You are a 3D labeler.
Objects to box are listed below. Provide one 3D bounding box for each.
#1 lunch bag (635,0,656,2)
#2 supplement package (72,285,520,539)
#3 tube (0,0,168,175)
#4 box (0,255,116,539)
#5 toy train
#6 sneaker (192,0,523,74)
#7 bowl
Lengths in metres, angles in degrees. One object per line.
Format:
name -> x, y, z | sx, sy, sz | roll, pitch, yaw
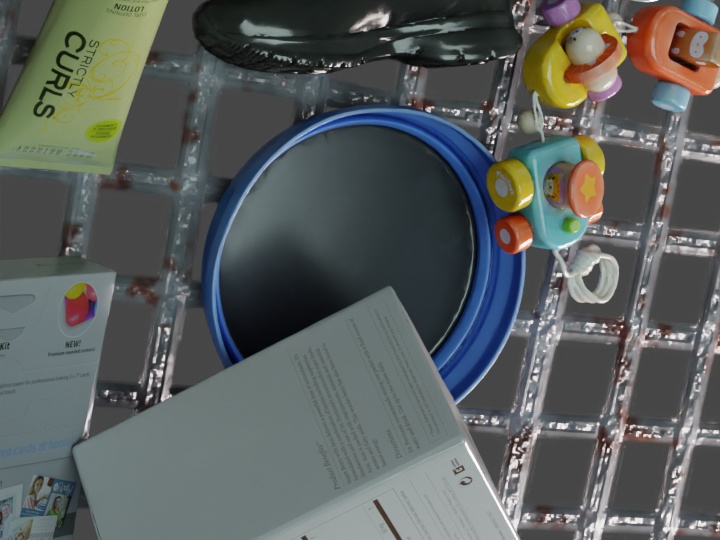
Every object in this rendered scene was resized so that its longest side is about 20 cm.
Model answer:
lunch bag -> 0.106, -0.239, 1.159 | 0.200, 0.077, 0.161 | 24, 95, -29
supplement package -> -0.035, 0.125, 1.184 | 0.200, 0.121, 0.120 | -26, 138, 2
tube -> -0.134, -0.120, 1.116 | 0.058, 0.052, 0.200 | 34, 131, 3
box -> -0.209, 0.096, 1.147 | 0.156, 0.041, 0.200 | -5, 110, -53
toy train -> 0.156, -0.084, 1.275 | 0.150, 0.056, 0.200 | 28, 79, -34
sneaker -> -0.003, -0.155, 1.204 | 0.200, 0.076, 0.091 | -7, 98, -31
bowl -> 0.000, 0.000, 1.258 | 0.200, 0.039, 0.201 | -7, 107, -24
